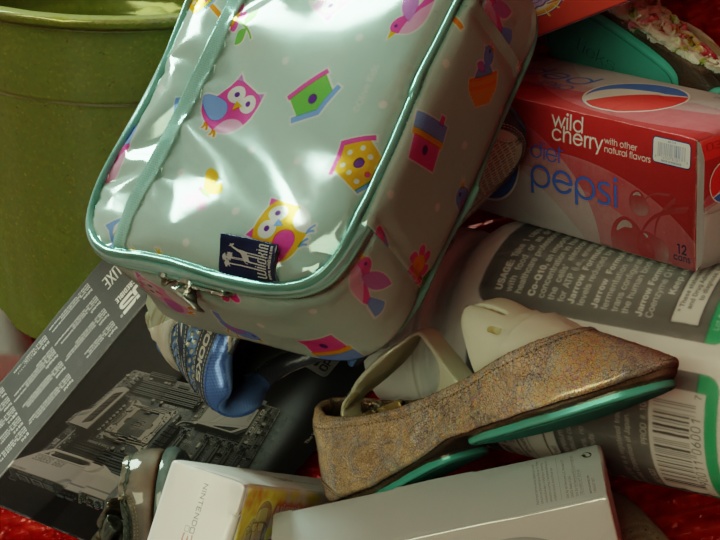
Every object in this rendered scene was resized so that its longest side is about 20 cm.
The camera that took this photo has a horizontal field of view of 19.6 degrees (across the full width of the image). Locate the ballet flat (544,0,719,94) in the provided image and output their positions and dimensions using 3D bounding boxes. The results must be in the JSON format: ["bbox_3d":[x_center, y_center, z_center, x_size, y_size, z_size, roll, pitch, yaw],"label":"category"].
[{"bbox_3d":[0.172,-0.079,1.008,0.200,0.064,0.076,48,138,24],"label":"ballet flat"}]

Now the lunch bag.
[{"bbox_3d":[-0.027,-0.063,0.910,0.160,0.077,0.200,13,69,34],"label":"lunch bag"}]

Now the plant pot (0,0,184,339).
[{"bbox_3d":[-0.127,-0.066,1.074,0.200,0.200,0.190,13,115,27],"label":"plant pot"}]

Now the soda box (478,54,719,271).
[{"bbox_3d":[0.105,-0.058,0.990,0.200,0.070,0.064,19,120,45],"label":"soda box"}]

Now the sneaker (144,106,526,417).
[{"bbox_3d":[0.000,0.000,0.953,0.200,0.077,0.085,-37,44,6],"label":"sneaker"}]

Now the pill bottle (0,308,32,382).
[{"bbox_3d":[-0.251,-0.026,1.172,0.113,0.113,0.200,-24,71,20],"label":"pill bottle"}]

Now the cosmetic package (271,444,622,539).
[{"bbox_3d":[0.056,0.188,0.939,0.150,0.052,0.200,-12,114,8],"label":"cosmetic package"}]

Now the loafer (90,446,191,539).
[{"bbox_3d":[-0.108,0.154,1.024,0.063,0.200,0.072,4,53,6],"label":"loafer"}]

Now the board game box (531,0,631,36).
[{"bbox_3d":[0.074,-0.153,1.026,0.200,0.153,0.040,-20,112,20],"label":"board game box"}]

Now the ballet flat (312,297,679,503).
[{"bbox_3d":[0.049,0.052,0.922,0.200,0.068,0.067,-26,77,37],"label":"ballet flat"}]

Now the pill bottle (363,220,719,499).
[{"bbox_3d":[0.109,0.037,0.986,0.200,0.113,0.113,11,85,31],"label":"pill bottle"}]

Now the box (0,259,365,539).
[{"bbox_3d":[-0.081,0.052,1.049,0.200,0.158,0.050,-49,45,9],"label":"box"}]

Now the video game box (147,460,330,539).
[{"bbox_3d":[-0.061,0.186,0.991,0.047,0.200,0.183,19,88,20],"label":"video game box"}]

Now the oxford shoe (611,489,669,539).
[{"bbox_3d":[0.073,0.191,1.002,0.074,0.071,0.200,34,96,23],"label":"oxford shoe"}]
